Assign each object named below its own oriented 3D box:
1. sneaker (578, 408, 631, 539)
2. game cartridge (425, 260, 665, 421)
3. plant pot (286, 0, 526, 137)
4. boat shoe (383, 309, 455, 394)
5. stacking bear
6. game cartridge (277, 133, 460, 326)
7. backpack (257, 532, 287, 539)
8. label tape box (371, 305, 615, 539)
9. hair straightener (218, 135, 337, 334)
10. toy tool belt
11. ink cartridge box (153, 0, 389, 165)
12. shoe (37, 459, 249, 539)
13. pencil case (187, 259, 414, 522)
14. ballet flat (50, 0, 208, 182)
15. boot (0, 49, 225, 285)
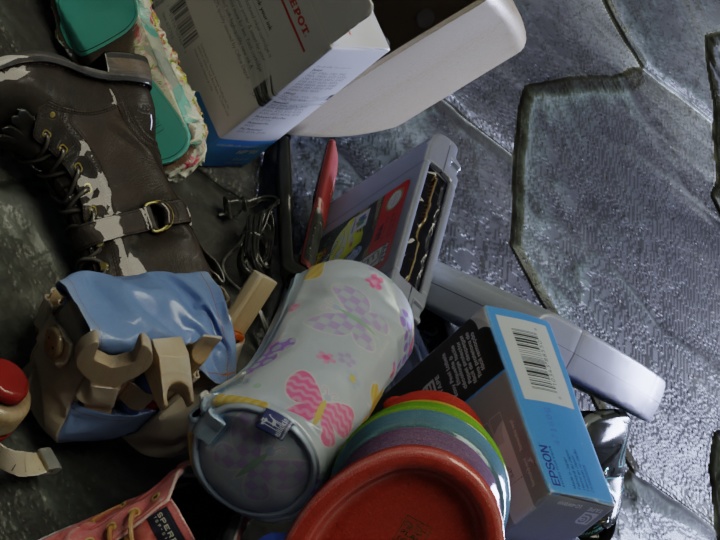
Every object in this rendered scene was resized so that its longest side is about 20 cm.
[{"bbox_3d":[0.165,0.148,1.872,0.200,0.075,0.080,49,35,-72],"label":"sneaker"},{"bbox_3d":[0.131,0.051,1.822,0.200,0.133,0.042,29,82,-54],"label":"game cartridge"},{"bbox_3d":[0.015,-0.212,1.948,0.177,0.199,0.201,25,38,-61],"label":"plant pot"},{"bbox_3d":[0.039,0.029,1.875,0.072,0.068,0.201,22,46,-38],"label":"boat shoe"},{"bbox_3d":[0.034,0.127,1.525,0.121,0.114,0.200,30,14,-3],"label":"stacking bear"},{"bbox_3d":[0.000,0.000,1.795,0.041,0.133,0.201,39,37,-19],"label":"game cartridge"},{"bbox_3d":[-0.019,0.245,1.553,0.199,0.163,0.168,19,26,-29],"label":"backpack"},{"bbox_3d":[0.059,0.140,1.679,0.066,0.200,0.144,15,45,-41],"label":"label tape box"},{"bbox_3d":[-0.063,-0.026,1.825,0.076,0.041,0.201,6,42,2],"label":"hair straightener"},{"bbox_3d":[-0.148,0.043,1.580,0.199,0.123,0.125,-5,54,-48],"label":"toy tool belt"},{"bbox_3d":[-0.058,-0.172,1.812,0.068,0.200,0.117,-2,63,-50],"label":"ink cartridge box"},{"bbox_3d":[-0.143,0.167,1.520,0.072,0.091,0.200,57,34,4],"label":"shoe"},{"bbox_3d":[-0.035,0.070,1.586,0.090,0.083,0.200,27,34,7],"label":"pencil case"},{"bbox_3d":[-0.163,-0.148,1.801,0.064,0.075,0.201,42,25,-78],"label":"ballet flat"},{"bbox_3d":[-0.184,-0.050,1.679,0.199,0.069,0.175,-8,78,-39],"label":"boot"}]
